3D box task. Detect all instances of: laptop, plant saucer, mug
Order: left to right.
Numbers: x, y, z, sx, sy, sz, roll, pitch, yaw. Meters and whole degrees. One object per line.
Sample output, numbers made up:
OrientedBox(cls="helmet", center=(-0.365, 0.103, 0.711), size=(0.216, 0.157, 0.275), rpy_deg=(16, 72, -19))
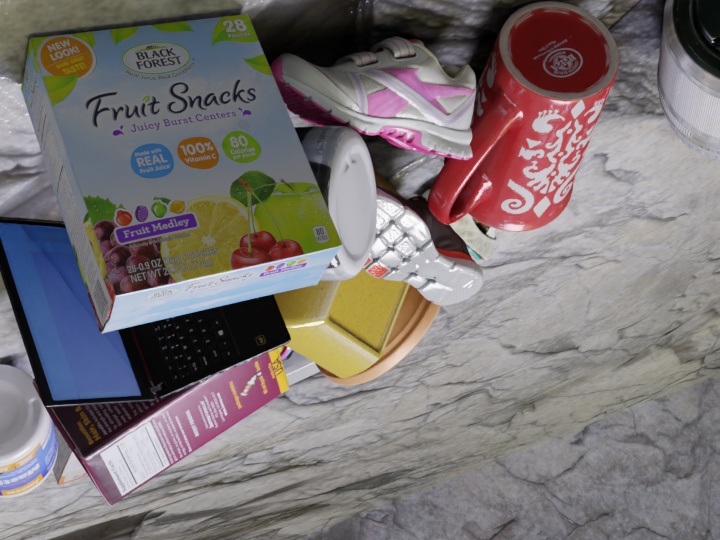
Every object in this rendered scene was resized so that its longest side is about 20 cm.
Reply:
OrientedBox(cls="laptop", center=(-0.187, 0.010, 1.053), size=(0.199, 0.178, 0.103), rpy_deg=(-23, 161, -3))
OrientedBox(cls="plant saucer", center=(0.000, 0.000, 1.225), size=(0.200, 0.048, 0.201), rpy_deg=(37, 73, -60))
OrientedBox(cls="plant saucer", center=(0.013, 0.032, 1.380), size=(0.200, 0.201, 0.037), rpy_deg=(-34, 125, 26))
OrientedBox(cls="mug", center=(0.153, -0.126, 1.137), size=(0.133, 0.178, 0.200), rpy_deg=(21, 151, 3))

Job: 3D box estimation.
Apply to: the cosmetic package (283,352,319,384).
OrientedBox(cls="cosmetic package", center=(-0.058, 0.080, 1.542), size=(0.199, 0.083, 0.051), rpy_deg=(-25, 159, 1))

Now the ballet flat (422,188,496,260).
OrientedBox(cls="ballet flat", center=(0.129, -0.059, 1.428), size=(0.062, 0.068, 0.200), rpy_deg=(-38, 159, 10))

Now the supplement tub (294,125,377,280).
OrientedBox(cls="supplement tub", center=(-0.095, -0.053, 0.997), size=(0.198, 0.124, 0.122), rpy_deg=(1, 169, 20))

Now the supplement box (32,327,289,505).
OrientedBox(cls="supplement box", center=(-0.180, 0.105, 1.132), size=(0.199, 0.110, 0.086), rpy_deg=(-33, 141, -17))

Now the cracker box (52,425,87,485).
OrientedBox(cls="cracker box", center=(-0.319, 0.200, 1.581), size=(0.133, 0.058, 0.200), rpy_deg=(-14, 160, -29))

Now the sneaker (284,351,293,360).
OrientedBox(cls="sneaker", center=(-0.143, 0.087, 1.464), size=(0.199, 0.077, 0.114), rpy_deg=(-29, 155, -2))

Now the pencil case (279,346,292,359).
OrientedBox(cls="pencil case", center=(-0.051, 0.020, 1.281), size=(0.200, 0.089, 0.088), rpy_deg=(-38, 176, -46))

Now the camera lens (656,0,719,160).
OrientedBox(cls="camera lens", center=(0.364, -0.206, 1.170), size=(0.159, 0.161, 0.200), rpy_deg=(-25, 161, 3))

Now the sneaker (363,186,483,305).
OrientedBox(cls="sneaker", center=(0.042, -0.037, 1.178), size=(0.077, 0.082, 0.200), rpy_deg=(-29, 141, 20))

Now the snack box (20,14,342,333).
OrientedBox(cls="snack box", center=(-0.128, -0.074, 0.864), size=(0.168, 0.201, 0.068), rpy_deg=(-13, 158, -27))

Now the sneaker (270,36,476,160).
OrientedBox(cls="sneaker", center=(0.014, -0.155, 1.028), size=(0.199, 0.089, 0.081), rpy_deg=(11, -176, -34))

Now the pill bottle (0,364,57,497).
OrientedBox(cls="pill bottle", center=(-0.396, 0.189, 1.375), size=(0.111, 0.113, 0.200), rpy_deg=(-18, 159, -16))
